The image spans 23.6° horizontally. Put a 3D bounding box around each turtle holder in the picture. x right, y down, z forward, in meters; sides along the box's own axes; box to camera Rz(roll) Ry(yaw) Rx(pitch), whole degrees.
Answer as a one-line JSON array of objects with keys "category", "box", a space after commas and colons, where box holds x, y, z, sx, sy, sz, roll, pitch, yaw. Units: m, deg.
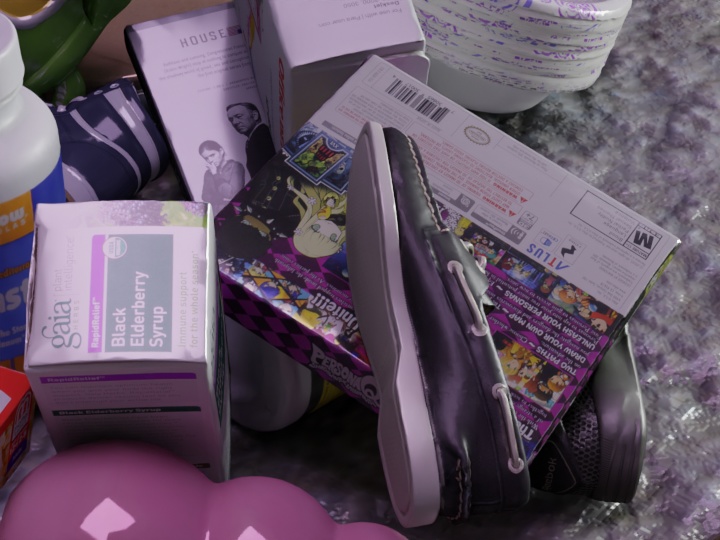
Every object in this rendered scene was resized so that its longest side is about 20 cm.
[{"category": "turtle holder", "box": [-0.232, -0.180, 1.141, 0.141, 0.132, 0.185, -56, 34, -6]}]

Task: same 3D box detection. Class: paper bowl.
[{"category": "paper bowl", "box": [0.080, -0.185, 1.208, 0.200, 0.104, 0.201, 16, 30, -10]}]

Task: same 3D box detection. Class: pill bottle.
[{"category": "pill bottle", "box": [0.000, 0.000, 0.971, 0.200, 0.111, 0.111, -28, 44, -34]}, {"category": "pill bottle", "box": [-0.211, -0.034, 0.914, 0.112, 0.200, 0.112, 0, 36, 0]}]

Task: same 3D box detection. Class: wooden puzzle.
[{"category": "wooden puzzle", "box": [-0.151, -0.173, 1.284, 0.185, 0.037, 0.200, -10, 32, -12]}]

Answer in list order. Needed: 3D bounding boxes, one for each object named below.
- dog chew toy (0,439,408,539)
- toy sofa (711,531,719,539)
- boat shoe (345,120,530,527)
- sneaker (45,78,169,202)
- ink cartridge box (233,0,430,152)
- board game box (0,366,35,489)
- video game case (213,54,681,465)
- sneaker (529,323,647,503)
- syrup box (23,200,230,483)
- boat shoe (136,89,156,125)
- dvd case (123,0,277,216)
[{"category": "dog chew toy", "box": [-0.061, 0.144, 0.769, 0.200, 0.125, 0.125, 8, 36, -2]}, {"category": "toy sofa", "box": [0.237, 0.125, 0.837, 0.083, 0.098, 0.200, 45, 51, 15]}, {"category": "boat shoe", "box": [0.034, 0.020, 0.797, 0.060, 0.074, 0.200, -3, 60, -13]}, {"category": "sneaker", "box": [-0.214, -0.092, 1.106, 0.200, 0.070, 0.108, 30, 50, 25]}, {"category": "ink cartridge box", "box": [-0.026, -0.160, 1.056, 0.085, 0.145, 0.200, -13, 59, -9]}, {"category": "board game box", "box": [-0.241, 0.091, 0.702, 0.151, 0.046, 0.200, 16, 31, 5]}, {"category": "video game case", "box": [0.039, -0.005, 0.885, 0.200, 0.036, 0.181, 32, 53, 11]}, {"category": "sneaker", "box": [0.087, 0.042, 0.942, 0.114, 0.076, 0.200, 5, 41, -4]}, {"category": "syrup box", "box": [-0.104, 0.047, 0.814, 0.081, 0.200, 0.079, -1, 64, -3]}, {"category": "boat shoe", "box": [-0.082, -0.122, 1.183, 0.200, 0.062, 0.073, -4, 36, -6]}, {"category": "dvd case", "box": [-0.053, -0.096, 1.115, 0.150, 0.025, 0.200, -15, 59, -15]}]
